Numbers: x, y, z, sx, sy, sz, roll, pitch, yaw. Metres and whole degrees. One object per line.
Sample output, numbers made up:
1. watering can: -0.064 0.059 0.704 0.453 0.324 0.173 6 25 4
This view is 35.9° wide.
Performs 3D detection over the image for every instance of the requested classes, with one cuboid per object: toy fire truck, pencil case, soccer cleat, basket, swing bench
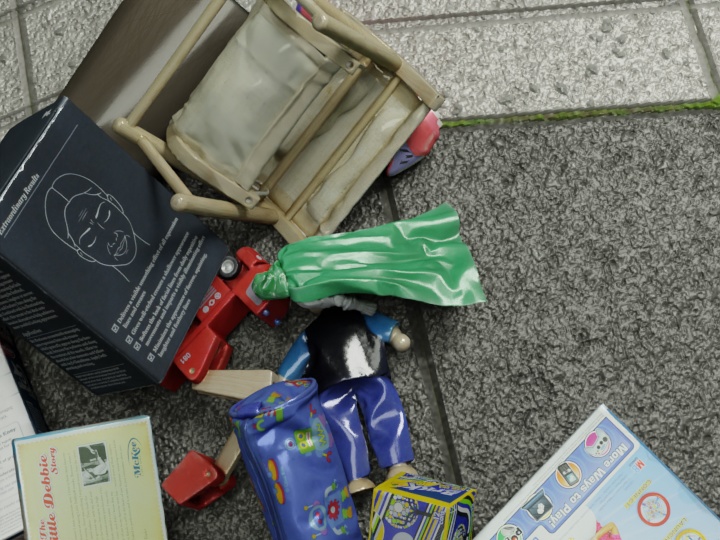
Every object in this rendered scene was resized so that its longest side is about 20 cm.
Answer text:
1. toy fire truck: -0.121 0.094 0.989 0.200 0.049 0.141 -46 66 -2
2. pencil case: -0.048 0.194 0.923 0.077 0.086 0.203 -16 92 33
3. soccer cleat: -0.006 -0.180 1.061 0.076 0.067 0.200 -42 78 -2
4. basket: -0.193 -0.172 1.042 0.180 0.136 0.201 36 85 32
5. swing bench: -0.067 -0.136 0.965 0.200 0.199 0.130 -50 56 13

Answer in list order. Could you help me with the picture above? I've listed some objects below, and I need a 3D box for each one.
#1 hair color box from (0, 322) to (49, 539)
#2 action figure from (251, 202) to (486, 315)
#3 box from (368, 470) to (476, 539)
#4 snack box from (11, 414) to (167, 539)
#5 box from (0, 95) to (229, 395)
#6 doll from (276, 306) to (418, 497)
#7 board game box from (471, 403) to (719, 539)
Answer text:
1. hair color box: -0.337 0.148 1.001 0.099 0.061 0.202 -25 74 -5
2. action figure: 0.000 0.000 0.982 0.197 0.055 0.119 -6 47 -16
3. box: 0.042 0.272 0.889 0.069 0.064 0.204 9 98 26
4. snack box: -0.222 0.232 0.939 0.114 0.037 0.203 -7 86 -22
5. box: -0.235 -0.015 0.941 0.106 0.200 0.150 -14 41 44
6. doll: -0.015 0.096 0.992 0.135 0.048 0.203 -18 74 7
7. board game box: 0.202 0.254 0.924 0.200 0.056 0.196 -43 76 -7
